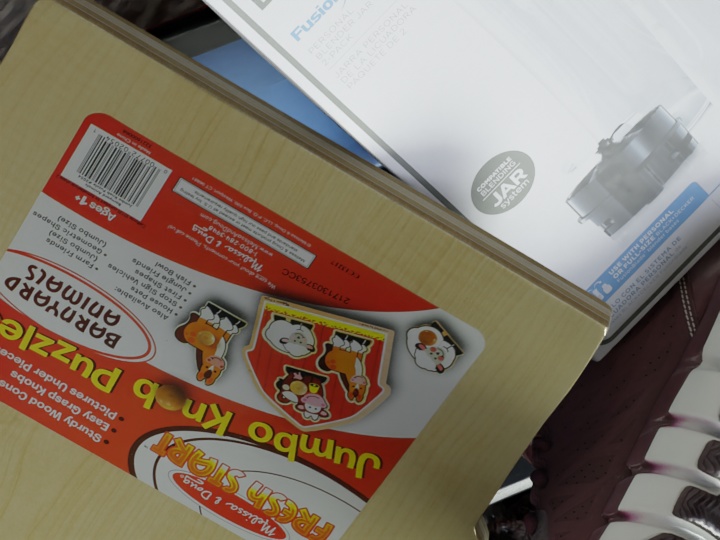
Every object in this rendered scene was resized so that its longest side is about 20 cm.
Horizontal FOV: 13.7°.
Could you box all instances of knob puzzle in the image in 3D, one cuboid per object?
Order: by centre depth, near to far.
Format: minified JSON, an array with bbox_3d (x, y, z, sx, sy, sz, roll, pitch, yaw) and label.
[{"bbox_3d":[-0.050,0.030,0.854,0.220,0.219,0.030,-61,-174,37],"label":"knob puzzle"}]

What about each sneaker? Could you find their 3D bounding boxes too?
[{"bbox_3d":[0.068,0.074,0.878,0.076,0.115,0.200,42,68,-35],"label":"sneaker"}]

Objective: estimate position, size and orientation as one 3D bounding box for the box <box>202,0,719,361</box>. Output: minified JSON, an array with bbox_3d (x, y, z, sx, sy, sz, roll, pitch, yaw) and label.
[{"bbox_3d":[0.036,-0.076,0.816,0.117,0.060,0.200,-45,129,3],"label":"box"}]

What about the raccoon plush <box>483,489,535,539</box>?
[{"bbox_3d":[0.036,0.127,1.038,0.200,0.097,0.134,30,117,-33],"label":"raccoon plush"}]

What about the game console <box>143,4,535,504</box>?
[{"bbox_3d":[0.000,0.000,0.900,0.200,0.173,0.119,-22,-179,-10],"label":"game console"}]
